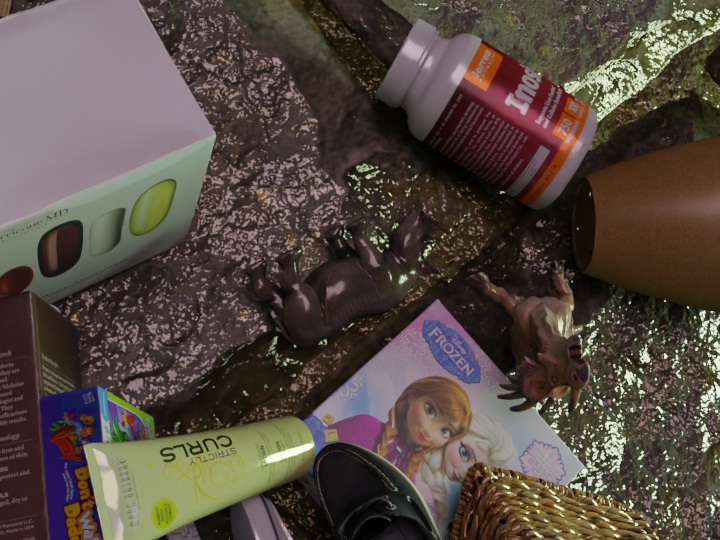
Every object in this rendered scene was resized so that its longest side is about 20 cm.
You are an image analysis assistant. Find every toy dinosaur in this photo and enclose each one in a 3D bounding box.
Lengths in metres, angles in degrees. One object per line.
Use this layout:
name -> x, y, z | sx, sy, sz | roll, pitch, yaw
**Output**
toy dinosaur -> 0.162, 0.070, 0.880 | 0.085, 0.200, 0.137 | -18, 71, 15

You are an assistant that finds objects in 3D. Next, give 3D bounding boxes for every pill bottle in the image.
pill bottle -> 0.119, -0.154, 0.961 | 0.198, 0.113, 0.114 | 30, 64, -4

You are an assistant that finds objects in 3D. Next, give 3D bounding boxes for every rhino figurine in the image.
rhino figurine -> 0.000, 0.000, 0.893 | 0.198, 0.060, 0.088 | -24, 97, -25

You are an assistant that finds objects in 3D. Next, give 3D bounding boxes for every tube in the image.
tube -> -0.112, 0.148, 0.723 | 0.058, 0.052, 0.199 | 38, 24, 30

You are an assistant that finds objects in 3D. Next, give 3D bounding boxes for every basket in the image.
basket -> 0.161, 0.272, 0.811 | 0.198, 0.149, 0.144 | 18, 109, -25

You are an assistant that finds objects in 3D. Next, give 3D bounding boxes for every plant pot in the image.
plant pot -> 0.311, -0.045, 0.956 | 0.197, 0.187, 0.189 | 0, 69, -3

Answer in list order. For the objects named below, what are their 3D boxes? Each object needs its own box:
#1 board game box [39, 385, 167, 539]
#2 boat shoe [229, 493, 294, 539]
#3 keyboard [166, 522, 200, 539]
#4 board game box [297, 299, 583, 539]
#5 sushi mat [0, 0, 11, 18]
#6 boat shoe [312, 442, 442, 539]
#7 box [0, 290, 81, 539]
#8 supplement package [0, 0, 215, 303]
board game box -> -0.178, 0.198, 0.719 | 0.044, 0.135, 0.203 | -11, 72, 2
boat shoe -> -0.040, 0.260, 0.778 | 0.065, 0.072, 0.202 | -20, 78, -27
keyboard -> -0.111, 0.267, 0.762 | 0.011, 0.056, 0.202 | -25, 77, 1
board game box -> 0.062, 0.162, 0.861 | 0.199, 0.041, 0.200 | -40, 85, -26
sushi mat -> -0.362, -0.326, 0.934 | 0.094, 0.012, 0.203 | 10, 68, -15
boat shoe -> 0.019, 0.202, 0.739 | 0.074, 0.066, 0.200 | -36, 59, 4
box -> -0.251, 0.128, 0.737 | 0.074, 0.100, 0.203 | -9, 71, 1
supplement package -> -0.238, -0.083, 0.775 | 0.190, 0.200, 0.148 | -28, 79, -24
